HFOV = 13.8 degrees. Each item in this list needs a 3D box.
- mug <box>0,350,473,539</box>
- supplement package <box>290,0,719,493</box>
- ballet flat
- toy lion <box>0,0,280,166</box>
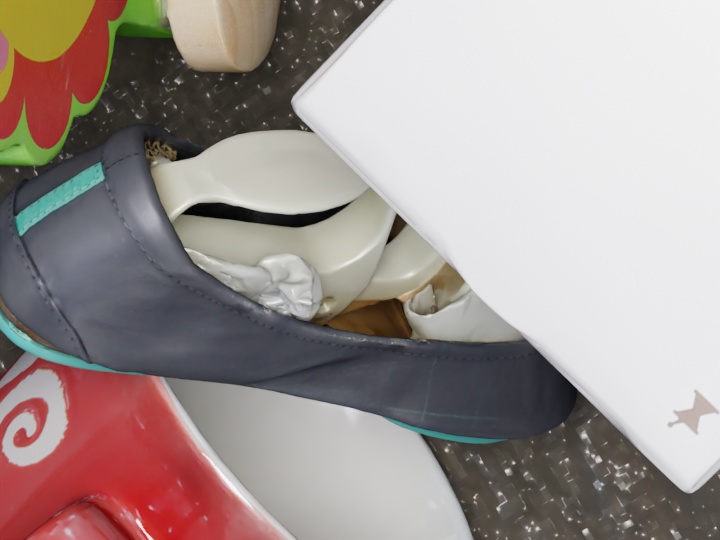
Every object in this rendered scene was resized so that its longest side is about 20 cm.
[{"bbox_3d":[-0.096,0.095,0.779,0.200,0.177,0.134,-41,56,18],"label":"mug"},{"bbox_3d":[0.083,-0.050,0.699,0.121,0.200,0.120,44,104,0],"label":"supplement package"},{"bbox_3d":[0.000,0.000,0.732,0.073,0.199,0.074,-11,75,44],"label":"ballet flat"},{"bbox_3d":[-0.076,-0.125,0.706,0.068,0.192,0.201,3,89,17],"label":"toy lion"}]
